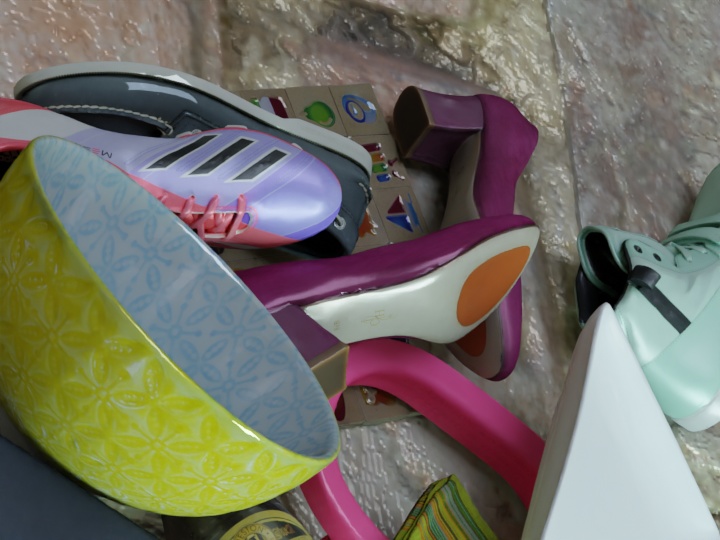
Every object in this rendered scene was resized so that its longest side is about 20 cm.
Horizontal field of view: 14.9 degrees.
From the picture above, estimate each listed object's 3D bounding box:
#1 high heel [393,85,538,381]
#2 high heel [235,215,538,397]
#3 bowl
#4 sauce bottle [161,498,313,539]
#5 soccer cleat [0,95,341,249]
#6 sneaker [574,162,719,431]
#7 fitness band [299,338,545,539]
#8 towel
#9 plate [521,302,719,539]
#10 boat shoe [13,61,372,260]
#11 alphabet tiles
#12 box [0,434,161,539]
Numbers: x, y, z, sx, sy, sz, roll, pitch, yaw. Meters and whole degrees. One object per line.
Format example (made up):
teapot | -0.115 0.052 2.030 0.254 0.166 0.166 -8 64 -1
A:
high heel | 0.083 -0.020 1.537 0.096 0.067 0.200 11 53 -31
high heel | 0.000 0.000 1.410 0.200 0.067 0.096 -25 50 -40
bowl | -0.115 0.046 1.249 0.200 0.108 0.200 45 11 -11
sauce bottle | -0.048 0.148 1.313 0.200 0.066 0.066 48 41 17
soccer cleat | -0.108 -0.039 1.353 0.200 0.067 0.076 12 30 -8
sneaker | 0.189 -0.017 1.626 0.118 0.074 0.200 39 48 -24
fitness band | 0.042 0.121 1.441 0.200 0.037 0.144 38 48 -20
towel | 0.043 0.166 1.325 0.086 0.018 0.200 52 21 -4
plate | 0.134 0.154 1.460 0.200 0.032 0.200 62 33 -37
boat shoe | -0.085 -0.054 1.415 0.200 0.073 0.062 16 61 -24
alphabet tiles | -0.021 -0.010 1.495 0.167 0.008 0.200 -7 70 -43
box | -0.187 0.155 1.179 0.200 0.107 0.148 36 46 -17
